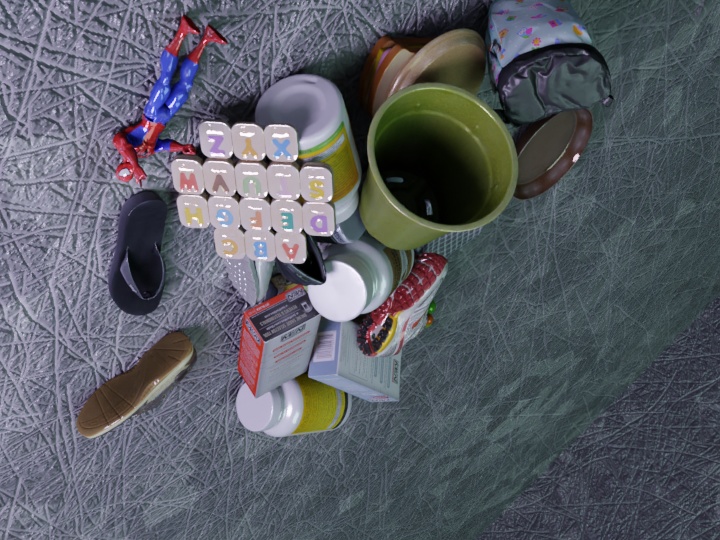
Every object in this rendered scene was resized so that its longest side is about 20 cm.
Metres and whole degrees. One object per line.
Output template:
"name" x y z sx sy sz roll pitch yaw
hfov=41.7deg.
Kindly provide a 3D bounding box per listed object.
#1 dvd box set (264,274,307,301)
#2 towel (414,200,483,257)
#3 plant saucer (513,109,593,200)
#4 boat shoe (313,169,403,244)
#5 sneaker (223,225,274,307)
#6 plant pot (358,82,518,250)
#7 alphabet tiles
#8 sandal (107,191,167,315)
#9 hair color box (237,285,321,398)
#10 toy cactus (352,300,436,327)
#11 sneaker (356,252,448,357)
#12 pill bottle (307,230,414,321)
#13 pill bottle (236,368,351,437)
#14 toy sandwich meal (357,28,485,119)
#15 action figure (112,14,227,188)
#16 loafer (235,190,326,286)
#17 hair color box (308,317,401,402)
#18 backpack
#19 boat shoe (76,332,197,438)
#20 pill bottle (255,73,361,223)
"dvd box set" -0.069 0.041 1.525 0.199 0.029 0.147 -21 143 -34
"towel" 0.123 -0.092 1.531 0.165 0.086 0.201 -33 149 -19
"plant saucer" 0.328 -0.213 1.671 0.200 0.035 0.201 -30 147 -22
"boat shoe" -0.003 -0.097 1.377 0.200 0.068 0.074 -53 124 -42
"sneaker" -0.142 -0.029 1.314 0.080 0.076 0.201 -36 152 -30
"plant pot" 0.079 -0.113 1.252 0.199 0.201 0.190 -28 171 -23
"alphabet tiles" -0.129 -0.091 1.151 0.198 0.015 0.197 4 127 7
"sandal" -0.278 -0.009 1.199 0.076 0.043 0.201 -23 145 -30
"hair color box" -0.125 0.110 1.428 0.101 0.061 0.200 -26 158 -24
"toy cactus" 0.050 0.074 1.648 0.164 0.103 0.200 -19 179 1
"sneaker" 0.075 0.055 1.516 0.082 0.078 0.200 16 118 -46
"pill bottle" 0.000 0.000 1.384 0.115 0.114 0.200 -58 173 25
"pill bottle" -0.114 0.226 1.625 0.199 0.113 0.113 5 126 -53
"toy sandwich meal" 0.085 -0.258 1.296 0.205 0.070 0.206 -33 151 -21
"action figure" -0.207 -0.165 1.037 0.065 0.099 0.200 8 126 -52
"loafer" -0.099 -0.056 1.223 0.068 0.070 0.201 -50 135 -23
"hair color box" -0.005 0.151 1.577 0.060 0.100 0.200 -8 157 31
"backpack" 0.246 -0.299 1.296 0.166 0.201 0.127 -8 130 1
"boat shoe" -0.314 0.176 1.362 0.200 0.073 0.065 -38 145 -8
"pill bottle" -0.059 -0.146 1.217 0.111 0.111 0.200 -36 149 -11
